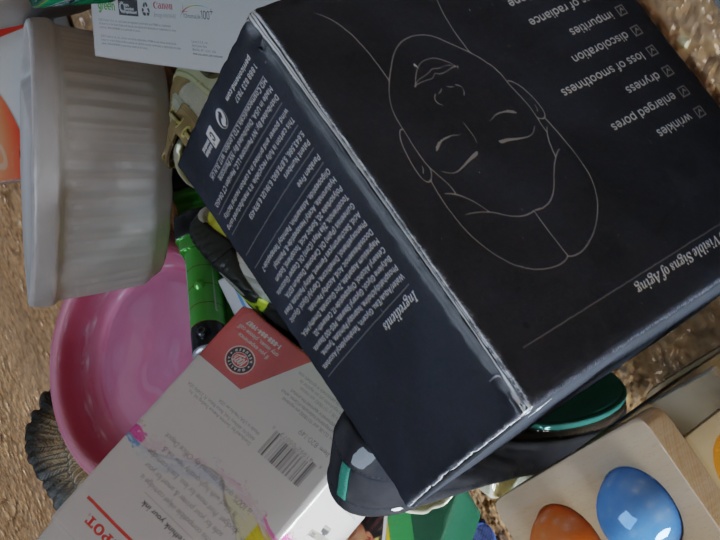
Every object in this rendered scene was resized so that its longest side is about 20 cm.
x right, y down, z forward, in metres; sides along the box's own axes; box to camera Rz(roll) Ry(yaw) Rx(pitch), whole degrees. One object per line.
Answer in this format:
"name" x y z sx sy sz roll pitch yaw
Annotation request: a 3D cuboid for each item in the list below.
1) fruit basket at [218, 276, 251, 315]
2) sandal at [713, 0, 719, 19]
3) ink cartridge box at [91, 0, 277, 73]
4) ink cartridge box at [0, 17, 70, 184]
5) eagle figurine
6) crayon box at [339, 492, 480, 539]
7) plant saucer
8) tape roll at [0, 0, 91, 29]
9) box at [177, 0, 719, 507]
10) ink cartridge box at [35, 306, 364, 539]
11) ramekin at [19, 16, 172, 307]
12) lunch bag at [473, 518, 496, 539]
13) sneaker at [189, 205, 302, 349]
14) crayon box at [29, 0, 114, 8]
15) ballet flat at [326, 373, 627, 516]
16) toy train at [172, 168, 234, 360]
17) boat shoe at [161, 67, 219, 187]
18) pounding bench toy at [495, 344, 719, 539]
"fruit basket" 0.000 0.000 0.805 0.200 0.094 0.186 -24 92 52
"sandal" 0.189 -0.074 0.548 0.050 0.082 0.204 -21 94 12
"ink cartridge box" -0.075 -0.208 0.766 0.199 0.084 0.177 16 114 46
"ink cartridge box" -0.289 -0.175 1.099 0.162 0.050 0.201 -2 113 52
"eagle figurine" -0.193 0.164 1.128 0.201 0.151 0.151 60 165 -3
"crayon box" -0.054 0.184 0.762 0.199 0.173 0.058 11 154 26
"plant saucer" -0.160 0.069 1.027 0.200 0.051 0.202 -7 79 38
"tape roll" -0.275 -0.268 0.926 0.202 0.139 0.204 22 122 40
"box" 0.059 -0.036 0.612 0.197 0.199 0.124 55 145 13
"ink cartridge box" -0.082 0.135 0.725 0.116 0.200 0.068 36 168 31
"ramekin" -0.190 -0.076 0.941 0.202 0.094 0.204 178 90 -74
"lunch bag" -0.009 0.240 0.866 0.132 0.200 0.137 9 116 37
"sneaker" -0.023 0.000 0.733 0.200 0.076 0.075 30 166 47
"crayon box" -0.121 -0.225 0.704 0.199 0.058 0.120 -12 92 50
"ballet flat" 0.059 0.089 0.687 0.073 0.199 0.074 6 98 46
"toy train" -0.103 -0.007 0.892 0.057 0.041 0.201 66 -170 -51
"boat shoe" -0.090 -0.082 0.812 0.074 0.067 0.200 33 178 -18
"pounding bench toy" 0.149 0.130 0.641 0.125 0.156 0.200 57 145 9
